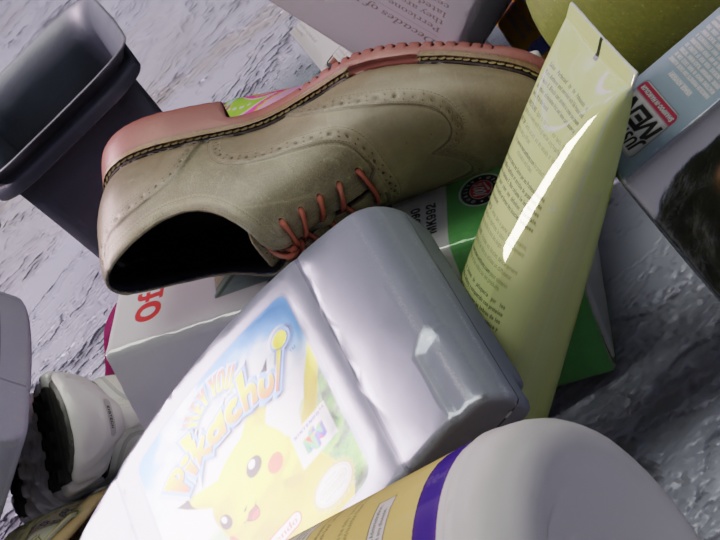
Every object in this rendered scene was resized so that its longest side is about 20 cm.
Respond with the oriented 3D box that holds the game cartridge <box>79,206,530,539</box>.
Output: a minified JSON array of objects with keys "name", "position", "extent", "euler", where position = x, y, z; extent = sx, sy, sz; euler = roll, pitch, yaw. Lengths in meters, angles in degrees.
[{"name":"game cartridge","position":[-0.031,0.077,0.696],"extent":[0.200,0.040,0.134],"euler":[-50,35,16]}]

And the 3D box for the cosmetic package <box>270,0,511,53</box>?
[{"name":"cosmetic package","position":[0.026,-0.224,0.926],"extent":[0.168,0.166,0.200],"euler":[-57,-4,-20]}]

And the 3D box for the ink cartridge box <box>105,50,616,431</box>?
[{"name":"ink cartridge box","position":[0.000,0.000,0.818],"extent":[0.198,0.085,0.146],"euler":[-18,31,12]}]

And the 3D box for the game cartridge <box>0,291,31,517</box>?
[{"name":"game cartridge","position":[-0.203,0.087,0.975],"extent":[0.200,0.041,0.134],"euler":[-119,50,-67]}]

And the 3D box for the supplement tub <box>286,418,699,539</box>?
[{"name":"supplement tub","position":[0.006,0.147,0.558],"extent":[0.199,0.145,0.146],"euler":[-31,27,28]}]

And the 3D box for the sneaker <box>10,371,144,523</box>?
[{"name":"sneaker","position":[-0.144,0.091,1.006],"extent":[0.080,0.076,0.200],"euler":[-11,-4,-24]}]

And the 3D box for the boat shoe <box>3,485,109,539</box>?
[{"name":"boat shoe","position":[-0.143,0.167,0.857],"extent":[0.063,0.073,0.201],"euler":[-38,23,20]}]

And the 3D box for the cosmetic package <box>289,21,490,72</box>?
[{"name":"cosmetic package","position":[0.018,-0.131,1.118],"extent":[0.082,0.051,0.200],"euler":[-42,23,3]}]

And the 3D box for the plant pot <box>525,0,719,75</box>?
[{"name":"plant pot","position":[0.165,-0.165,0.810],"extent":[0.200,0.186,0.188],"euler":[-44,18,41]}]

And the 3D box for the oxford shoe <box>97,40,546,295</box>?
[{"name":"oxford shoe","position":[-0.012,-0.032,0.740],"extent":[0.198,0.071,0.075],"euler":[-15,47,21]}]

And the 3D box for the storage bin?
[{"name":"storage bin","position":[-0.169,-0.067,1.210],"extent":[0.145,0.134,0.200],"euler":[-44,22,0]}]

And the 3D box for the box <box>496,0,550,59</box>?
[{"name":"box","position":[0.159,-0.175,0.976],"extent":[0.200,0.041,0.119],"euler":[-43,23,10]}]

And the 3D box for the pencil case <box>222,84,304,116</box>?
[{"name":"pencil case","position":[-0.018,-0.056,0.972],"extent":[0.199,0.088,0.088],"euler":[-5,43,39]}]

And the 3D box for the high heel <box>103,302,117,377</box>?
[{"name":"high heel","position":[-0.088,0.050,0.998],"extent":[0.200,0.067,0.097],"euler":[34,104,55]}]

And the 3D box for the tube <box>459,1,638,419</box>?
[{"name":"tube","position":[0.060,0.008,0.692],"extent":[0.058,0.052,0.202],"euler":[28,114,29]}]

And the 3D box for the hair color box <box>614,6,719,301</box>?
[{"name":"hair color box","position":[0.190,-0.074,0.681],"extent":[0.200,0.099,0.061],"euler":[-40,25,10]}]
